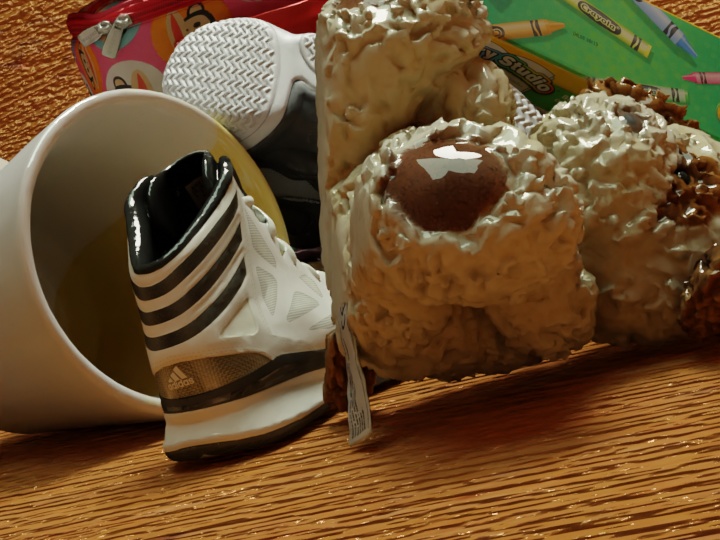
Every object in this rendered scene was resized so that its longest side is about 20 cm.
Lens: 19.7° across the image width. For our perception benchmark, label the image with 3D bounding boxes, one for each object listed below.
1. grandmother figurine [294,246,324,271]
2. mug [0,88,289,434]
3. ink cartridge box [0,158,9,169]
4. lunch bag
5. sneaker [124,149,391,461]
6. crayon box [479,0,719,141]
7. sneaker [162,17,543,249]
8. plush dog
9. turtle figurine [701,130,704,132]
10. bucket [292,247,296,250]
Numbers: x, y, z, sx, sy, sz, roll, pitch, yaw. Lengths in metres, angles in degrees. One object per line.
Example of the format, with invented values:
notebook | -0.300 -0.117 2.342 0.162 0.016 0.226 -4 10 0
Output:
grandmother figurine | 0.000 0.000 1.080 0.199 0.061 0.121 -10 -16 24
mug | -0.123 0.022 0.979 0.153 0.187 0.150 -22 32 46
ink cartridge box | -0.195 -0.006 1.152 0.199 0.050 0.162 24 19 16
lunch bag | -0.060 -0.139 1.157 0.199 0.082 0.176 -19 10 -11
sneaker | -0.033 -0.001 0.874 0.075 0.116 0.200 -13 6 24
crayon box | 0.099 -0.091 1.034 0.199 0.058 0.119 23 -27 -18
sneaker | 0.006 -0.055 1.007 0.199 0.076 0.114 17 -24 15
plush dog | 0.074 -0.013 0.787 0.171 0.161 0.200 -2 32 -9
turtle figurine | 0.154 -0.032 0.947 0.161 0.065 0.200 -19 7 -36
bucket | 0.011 -0.058 1.229 0.206 0.135 0.207 -16 7 2
